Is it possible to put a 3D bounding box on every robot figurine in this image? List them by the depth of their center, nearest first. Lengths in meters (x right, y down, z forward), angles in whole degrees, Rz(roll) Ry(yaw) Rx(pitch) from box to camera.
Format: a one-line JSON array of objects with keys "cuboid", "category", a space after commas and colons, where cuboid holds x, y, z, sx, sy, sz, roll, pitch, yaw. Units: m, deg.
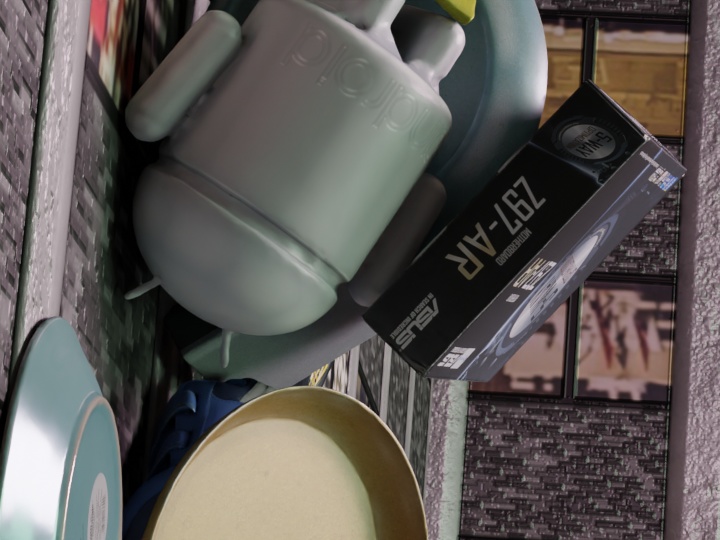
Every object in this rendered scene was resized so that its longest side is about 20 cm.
[{"cuboid": [-0.034, -0.053, 1.410, 0.201, 0.169, 0.113, -56, -156, -4], "category": "robot figurine"}]

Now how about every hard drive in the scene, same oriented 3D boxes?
[{"cuboid": [0.000, 0.000, 1.569, 0.033, 0.199, 0.140, 60, 3, 19], "category": "hard drive"}]

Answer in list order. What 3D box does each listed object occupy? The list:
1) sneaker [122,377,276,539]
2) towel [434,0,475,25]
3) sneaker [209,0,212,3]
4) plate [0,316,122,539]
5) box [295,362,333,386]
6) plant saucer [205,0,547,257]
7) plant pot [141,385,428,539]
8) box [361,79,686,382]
[{"cuboid": [-0.080, 0.104, 1.483, 0.074, 0.082, 0.200, -60, 165, 20], "category": "sneaker"}, {"cuboid": [-0.020, -0.195, 1.413, 0.018, 0.200, 0.086, -44, -168, 19], "category": "towel"}, {"cuboid": [0.001, -0.126, 1.568, 0.072, 0.200, 0.083, -58, 159, 4], "category": "sneaker"}, {"cuboid": [-0.123, 0.120, 1.226, 0.200, 0.025, 0.202, 2, 90, -84], "category": "plate"}, {"cuboid": [-0.026, -0.015, 1.743, 0.159, 0.046, 0.201, 74, 39, -71], "category": "box"}, {"cuboid": [-0.003, -0.098, 1.499, 0.027, 0.199, 0.201, 35, 57, -66], "category": "plant saucer"}, {"cuboid": [-0.042, 0.154, 1.418, 0.199, 0.027, 0.201, -7, 99, -47], "category": "plant pot"}, {"cuboid": [0.087, -0.016, 1.486, 0.160, 0.044, 0.200, -47, 170, 5], "category": "box"}]
